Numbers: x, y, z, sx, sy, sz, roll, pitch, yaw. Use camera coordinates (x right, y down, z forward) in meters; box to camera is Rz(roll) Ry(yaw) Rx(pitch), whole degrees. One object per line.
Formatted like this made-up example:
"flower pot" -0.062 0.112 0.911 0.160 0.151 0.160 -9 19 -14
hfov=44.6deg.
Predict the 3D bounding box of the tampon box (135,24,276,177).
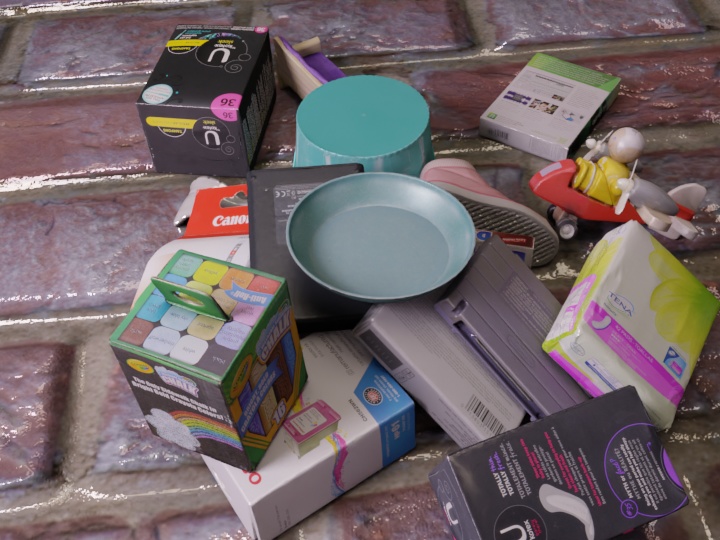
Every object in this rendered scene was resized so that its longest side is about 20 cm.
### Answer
"tampon box" -0.218 -0.251 1.288 0.148 0.127 0.201 4 47 7

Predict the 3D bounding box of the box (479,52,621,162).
"box" 0.287 -0.248 1.323 0.144 0.037 0.200 25 54 24

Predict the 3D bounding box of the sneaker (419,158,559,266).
"sneaker" 0.161 -0.083 1.121 0.199 0.076 0.105 22 34 -10

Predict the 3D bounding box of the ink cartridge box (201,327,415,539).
"ink cartridge box" -0.062 0.164 0.920 0.199 0.085 0.145 -29 52 -20

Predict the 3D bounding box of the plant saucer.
"plant saucer" 0.021 -0.030 0.926 0.198 0.036 0.201 1 44 -1

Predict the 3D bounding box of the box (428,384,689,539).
"box" 0.182 0.206 0.831 0.198 0.106 0.123 -17 71 -14

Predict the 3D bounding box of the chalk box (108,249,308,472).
"chalk box" -0.139 0.070 0.818 0.124 0.201 0.124 17 51 19

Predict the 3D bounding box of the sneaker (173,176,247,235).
"sneaker" -0.156 -0.057 1.153 0.199 0.075 0.087 15 57 27

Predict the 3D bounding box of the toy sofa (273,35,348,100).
"toy sofa" -0.052 -0.286 1.333 0.082 0.098 0.200 -25 50 -19

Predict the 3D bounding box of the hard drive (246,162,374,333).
"hard drive" -0.055 -0.027 0.983 0.138 0.033 0.202 -4 60 -4

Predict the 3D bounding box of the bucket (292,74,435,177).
"bucket" 0.005 -0.158 1.183 0.205 0.135 0.208 -1 47 1

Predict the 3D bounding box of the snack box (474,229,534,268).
"snack box" 0.113 -0.023 1.094 0.198 0.072 0.024 8 46 11

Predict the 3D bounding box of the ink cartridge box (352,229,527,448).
"ink cartridge box" 0.109 0.076 0.949 0.200 0.043 0.174 46 49 -7

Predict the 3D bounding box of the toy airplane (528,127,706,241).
"toy airplane" 0.343 -0.110 1.115 0.198 0.142 0.199 -17 31 -39

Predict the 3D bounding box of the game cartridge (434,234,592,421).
"game cartridge" 0.178 0.071 0.951 0.200 0.038 0.130 48 46 -6

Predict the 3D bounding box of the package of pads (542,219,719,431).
"package of pads" 0.299 0.057 0.969 0.154 0.068 0.200 43 54 -5

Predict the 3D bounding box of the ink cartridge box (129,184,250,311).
"ink cartridge box" -0.179 -0.027 1.054 0.161 0.050 0.202 -2 65 33
